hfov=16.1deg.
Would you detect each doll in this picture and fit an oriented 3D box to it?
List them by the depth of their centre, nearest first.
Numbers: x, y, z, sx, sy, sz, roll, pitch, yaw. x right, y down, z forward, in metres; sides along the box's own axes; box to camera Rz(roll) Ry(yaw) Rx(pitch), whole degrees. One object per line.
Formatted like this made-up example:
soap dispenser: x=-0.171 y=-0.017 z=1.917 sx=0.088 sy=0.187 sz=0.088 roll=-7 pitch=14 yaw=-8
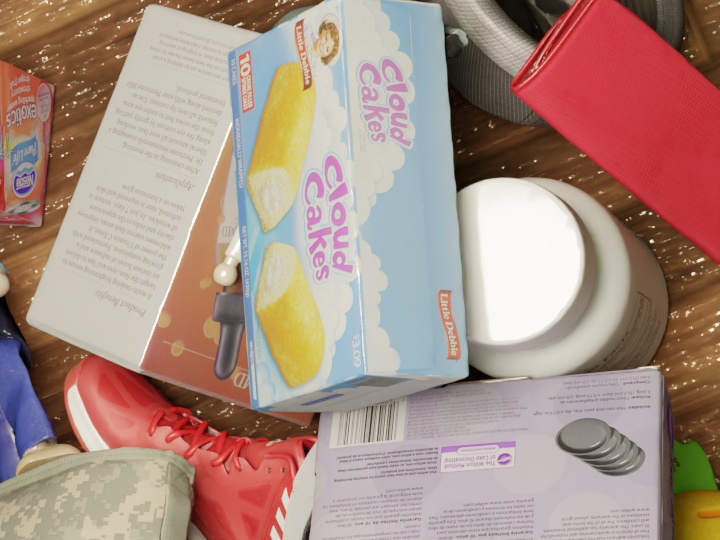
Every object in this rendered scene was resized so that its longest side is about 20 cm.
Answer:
doll: x=-0.229 y=0.056 z=1.556 sx=0.200 sy=0.048 sz=0.136 roll=64 pitch=144 yaw=30

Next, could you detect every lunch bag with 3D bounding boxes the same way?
lunch bag: x=-0.173 y=0.201 z=1.433 sx=0.200 sy=0.118 sz=0.164 roll=-21 pitch=44 yaw=32

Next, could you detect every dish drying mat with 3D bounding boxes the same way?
dish drying mat: x=0.168 y=-0.079 z=1.424 sx=0.077 sy=0.200 sz=0.018 roll=-54 pitch=37 yaw=0

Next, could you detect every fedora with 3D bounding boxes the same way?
fedora: x=0.095 y=-0.162 z=1.478 sx=0.090 sy=0.177 sz=0.200 roll=-47 pitch=50 yaw=46

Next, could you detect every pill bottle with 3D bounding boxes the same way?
pill bottle: x=0.100 y=0.009 z=1.414 sx=0.114 sy=0.200 sz=0.114 roll=-2 pitch=82 yaw=16

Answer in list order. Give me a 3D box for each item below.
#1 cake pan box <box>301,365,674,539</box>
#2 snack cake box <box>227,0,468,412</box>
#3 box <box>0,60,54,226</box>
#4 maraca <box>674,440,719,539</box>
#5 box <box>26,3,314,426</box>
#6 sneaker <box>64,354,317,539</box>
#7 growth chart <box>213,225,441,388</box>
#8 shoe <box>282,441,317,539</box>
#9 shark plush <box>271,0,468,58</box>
cake pan box: x=0.063 y=0.143 z=1.327 sx=0.200 sy=0.052 sz=0.184 roll=-6 pitch=48 yaw=12
snack cake box: x=-0.008 y=-0.032 z=1.332 sx=0.115 sy=0.067 sz=0.200 roll=-22 pitch=69 yaw=55
box: x=-0.303 y=-0.083 z=1.588 sx=0.200 sy=0.103 sz=0.095 roll=3 pitch=84 yaw=15
maraca: x=0.196 y=0.171 z=1.406 sx=0.107 sy=0.137 sz=0.200 roll=-39 pitch=75 yaw=31
box: x=-0.076 y=-0.031 z=1.479 sx=0.106 sy=0.152 sz=0.200 roll=20 pitch=89 yaw=42
sneaker: x=-0.078 y=0.104 z=1.497 sx=0.200 sy=0.078 sz=0.116 roll=46 pitch=125 yaw=3
growth chart: x=0.000 y=0.000 z=1.462 sx=0.018 sy=0.200 sz=0.145 roll=19 pitch=77 yaw=49
shoe: x=-0.005 y=0.179 z=1.427 sx=0.071 sy=0.091 sz=0.200 roll=8 pitch=62 yaw=18
shark plush: x=0.008 y=-0.149 z=1.423 sx=0.091 sy=0.200 sz=0.083 roll=17 pitch=101 yaw=-9
